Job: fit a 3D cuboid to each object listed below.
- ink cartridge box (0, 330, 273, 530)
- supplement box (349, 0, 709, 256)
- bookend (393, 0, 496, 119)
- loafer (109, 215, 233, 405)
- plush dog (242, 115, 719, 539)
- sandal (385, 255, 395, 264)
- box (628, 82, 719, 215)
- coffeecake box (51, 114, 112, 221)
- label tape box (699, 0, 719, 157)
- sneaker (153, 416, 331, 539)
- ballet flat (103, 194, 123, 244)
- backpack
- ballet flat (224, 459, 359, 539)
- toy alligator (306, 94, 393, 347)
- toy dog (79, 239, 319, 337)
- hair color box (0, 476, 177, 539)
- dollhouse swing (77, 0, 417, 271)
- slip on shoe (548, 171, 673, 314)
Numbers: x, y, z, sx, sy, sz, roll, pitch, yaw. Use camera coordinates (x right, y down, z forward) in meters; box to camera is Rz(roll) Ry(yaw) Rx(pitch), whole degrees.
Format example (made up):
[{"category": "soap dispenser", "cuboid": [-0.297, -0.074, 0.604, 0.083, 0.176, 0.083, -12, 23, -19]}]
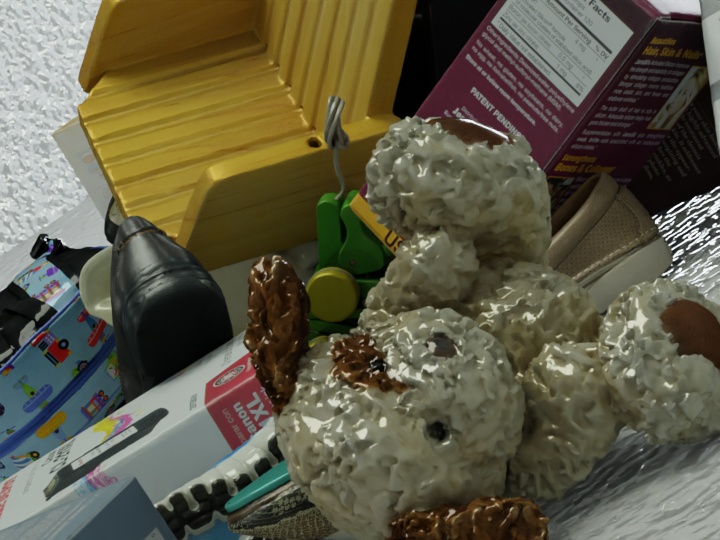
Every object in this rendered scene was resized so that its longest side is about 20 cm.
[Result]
[{"category": "ink cartridge box", "cuboid": [-0.104, 0.117, 1.581, 0.200, 0.083, 0.146, -32, 9, 4]}, {"category": "supplement box", "cuboid": [0.101, -0.083, 1.614, 0.200, 0.086, 0.110, -54, -25, 21]}, {"category": "bookend", "cuboid": [0.009, -0.169, 1.842, 0.092, 0.201, 0.198, -18, 20, -40]}, {"category": "loafer", "cuboid": [-0.105, 0.048, 1.693, 0.073, 0.072, 0.200, -17, -37, -15]}, {"category": "plush dog", "cuboid": [0.037, 0.054, 1.281, 0.172, 0.200, 0.161, -27, -29, -39]}, {"category": "sandal", "cuboid": [0.051, -0.011, 1.788, 0.201, 0.057, 0.080, -35, -33, -44]}, {"category": "box", "cuboid": [0.173, -0.094, 1.711, 0.200, 0.100, 0.075, -23, 13, 43]}, {"category": "coffeecake box", "cuboid": [-0.095, -0.042, 2.011, 0.073, 0.200, 0.153, -38, 11, -39]}, {"category": "label tape box", "cuboid": [0.249, -0.149, 1.542, 0.144, 0.063, 0.200, -27, 48, 30]}, {"category": "sneaker", "cuboid": [-0.035, 0.103, 1.455, 0.200, 0.079, 0.090, -30, -2, -16]}, {"category": "ballet flat", "cuboid": [-0.121, -0.025, 1.899, 0.067, 0.057, 0.200, -56, -15, -10]}, {"category": "backpack", "cuboid": [-0.199, 0.070, 1.933, 0.183, 0.135, 0.200, -44, 9, -12]}, {"category": "ballet flat", "cuboid": [0.021, 0.079, 1.389, 0.068, 0.075, 0.200, -26, 14, 50]}, {"category": "toy alligator", "cuboid": [0.000, 0.000, 1.674, 0.054, 0.200, 0.059, 8, 21, 6]}, {"category": "toy dog", "cuboid": [-0.050, -0.005, 1.841, 0.194, 0.140, 0.200, -48, -10, 25]}, {"category": "hair color box", "cuboid": [-0.158, 0.176, 1.401, 0.200, 0.099, 0.061, -24, 13, 42]}, {"category": "dollhouse swing", "cuboid": [-0.070, -0.140, 1.723, 0.181, 0.176, 0.200, -16, 45, -12]}, {"category": "slip on shoe", "cuboid": [0.070, 0.023, 1.564, 0.200, 0.061, 0.076, -33, 9, -6]}]
